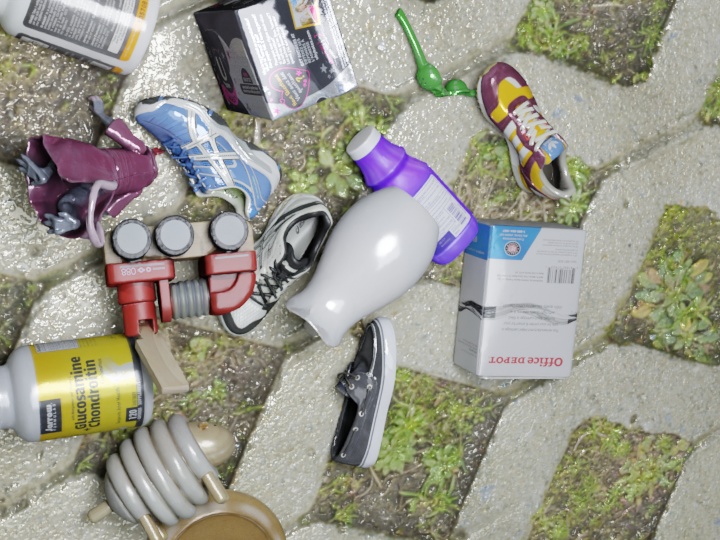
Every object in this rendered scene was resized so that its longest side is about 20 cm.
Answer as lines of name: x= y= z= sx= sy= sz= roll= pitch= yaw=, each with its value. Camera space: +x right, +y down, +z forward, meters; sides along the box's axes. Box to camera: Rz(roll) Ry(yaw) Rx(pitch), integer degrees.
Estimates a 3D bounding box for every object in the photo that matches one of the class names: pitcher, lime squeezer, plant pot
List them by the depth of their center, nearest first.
pitcher: x=0.000 y=0.000 z=1.623 sx=0.121 sy=0.172 sz=0.200 roll=42 pitch=83 yaw=-1
plant pot: x=-0.184 y=0.382 z=1.694 sx=0.198 sy=0.027 sz=0.203 roll=-4 pitch=101 yaw=-22
lime squeezer: x=0.112 y=-0.251 z=1.697 sx=0.199 sy=0.038 sz=0.071 roll=30 pitch=56 yaw=-23

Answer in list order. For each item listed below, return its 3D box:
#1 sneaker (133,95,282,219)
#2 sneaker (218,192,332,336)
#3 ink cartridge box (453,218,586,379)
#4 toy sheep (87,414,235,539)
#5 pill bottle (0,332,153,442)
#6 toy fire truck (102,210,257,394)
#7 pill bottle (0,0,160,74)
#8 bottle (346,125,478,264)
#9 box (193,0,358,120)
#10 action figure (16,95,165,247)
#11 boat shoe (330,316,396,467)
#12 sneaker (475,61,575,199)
sneaker: x=-0.183 y=-0.136 z=1.562 sx=0.199 sy=0.076 sz=0.078 roll=32 pitch=63 yaw=-22
sneaker: x=-0.107 y=-0.006 z=1.620 sx=0.075 sy=0.088 sz=0.201 roll=32 pitch=89 yaw=-25
ink cartridge box: x=0.210 y=0.037 z=1.755 sx=0.143 sy=0.084 sz=0.202 roll=3 pitch=98 yaw=-21
toy sheep: x=-0.240 y=0.250 z=1.592 sx=0.199 sy=0.138 sz=0.139 roll=-31 pitch=109 yaw=-8
pill bottle: x=-0.348 y=0.139 z=1.537 sx=0.198 sy=0.112 sz=0.113 roll=-7 pitch=102 yaw=-20
toy fire truck: x=-0.204 y=0.038 z=1.534 sx=0.174 sy=0.129 sz=0.203 roll=-5 pitch=87 yaw=-15
pill bottle: x=-0.331 y=-0.301 z=1.460 sx=0.198 sy=0.116 sz=0.118 roll=18 pitch=93 yaw=-24
bottle: x=0.063 y=-0.098 z=1.682 sx=0.084 sy=0.065 sz=0.200 roll=-47 pitch=112 yaw=-4
box: x=-0.101 y=-0.254 z=1.515 sx=0.114 sy=0.200 sz=0.133 roll=-23 pitch=107 yaw=-14
action figure: x=-0.285 y=-0.117 z=1.496 sx=0.199 sy=0.148 sz=0.136 roll=-23 pitch=121 yaw=-50
boat shoe: x=-0.003 y=0.158 z=1.707 sx=0.066 sy=0.070 sz=0.202 roll=4 pitch=106 yaw=-24
sneaker: x=0.222 y=-0.181 z=1.705 sx=0.075 sy=0.090 sz=0.201 roll=-41 pitch=121 yaw=-16
